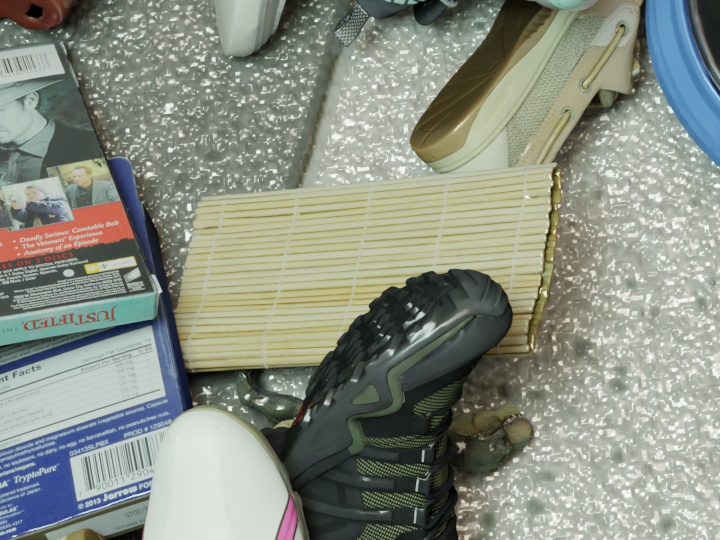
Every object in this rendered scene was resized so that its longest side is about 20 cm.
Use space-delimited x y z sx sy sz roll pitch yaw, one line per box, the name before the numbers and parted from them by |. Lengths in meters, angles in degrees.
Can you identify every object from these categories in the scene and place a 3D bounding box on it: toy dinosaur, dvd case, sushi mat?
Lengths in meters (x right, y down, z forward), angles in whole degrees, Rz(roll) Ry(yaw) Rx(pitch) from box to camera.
toy dinosaur | -0.020 0.070 1.305 0.199 0.047 0.089 -12 75 3
dvd case | -0.191 -0.036 1.314 0.145 0.022 0.200 -10 45 -16
sushi mat | 0.000 0.000 1.292 0.199 0.012 0.096 -4 61 28

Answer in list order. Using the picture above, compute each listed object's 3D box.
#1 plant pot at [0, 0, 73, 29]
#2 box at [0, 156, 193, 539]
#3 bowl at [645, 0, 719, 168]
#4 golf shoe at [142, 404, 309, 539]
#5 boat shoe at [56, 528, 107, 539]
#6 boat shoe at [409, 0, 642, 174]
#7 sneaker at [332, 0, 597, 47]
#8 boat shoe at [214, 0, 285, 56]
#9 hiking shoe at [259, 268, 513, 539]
plant pot | -0.183 -0.239 1.370 0.200 0.201 0.196 18 79 11
box | -0.146 0.043 1.307 0.120 0.032 0.201 -18 54 4
bowl | 0.241 -0.124 1.341 0.199 0.039 0.202 3 71 -8
golf shoe | -0.062 0.161 1.186 0.072 0.092 0.201 -3 94 14
boat shoe | -0.126 0.220 1.221 0.066 0.074 0.201 -16 70 14
boat shoe | 0.104 -0.108 1.359 0.065 0.072 0.200 47 62 -18
sneaker | 0.045 -0.149 1.334 0.139 0.200 0.078 -32 111 12
boat shoe | -0.031 -0.190 1.341 0.068 0.201 0.072 0 36 -15
hiking shoe | 0.016 0.083 1.241 0.100 0.200 0.076 37 29 -13
